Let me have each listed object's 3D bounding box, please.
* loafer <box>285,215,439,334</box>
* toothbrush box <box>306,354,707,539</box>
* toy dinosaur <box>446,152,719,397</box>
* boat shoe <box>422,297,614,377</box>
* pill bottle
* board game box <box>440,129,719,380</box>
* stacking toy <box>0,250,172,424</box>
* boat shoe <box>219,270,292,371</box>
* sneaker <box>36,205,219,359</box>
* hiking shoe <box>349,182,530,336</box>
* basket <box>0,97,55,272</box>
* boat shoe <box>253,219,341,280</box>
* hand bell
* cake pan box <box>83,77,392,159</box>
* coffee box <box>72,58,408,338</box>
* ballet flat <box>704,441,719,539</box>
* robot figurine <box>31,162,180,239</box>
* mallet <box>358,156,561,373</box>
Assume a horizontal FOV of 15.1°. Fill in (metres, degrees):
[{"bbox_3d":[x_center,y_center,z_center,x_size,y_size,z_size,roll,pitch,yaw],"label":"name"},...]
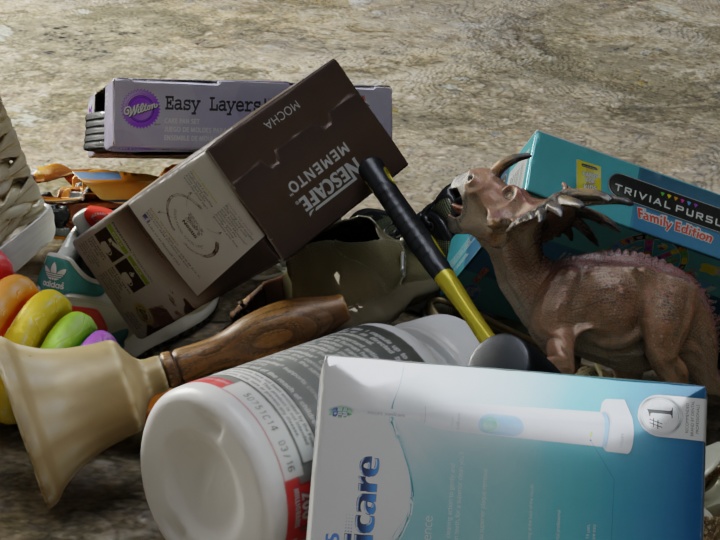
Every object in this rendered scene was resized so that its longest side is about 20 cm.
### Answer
[{"bbox_3d":[0.000,0.000,1.672,0.076,0.068,0.200,-21,4,8],"label":"loafer"},{"bbox_3d":[0.072,0.131,1.387,0.199,0.085,0.147,4,66,-1],"label":"toothbrush box"},{"bbox_3d":[0.146,0.016,1.563,0.199,0.136,0.086,18,-8,-16],"label":"toy dinosaur"},{"bbox_3d":[0.111,0.075,1.656,0.200,0.063,0.073,19,27,33],"label":"boat shoe"},{"bbox_3d":[-0.014,0.095,1.525,0.200,0.114,0.114,-18,30,-40],"label":"pill bottle"},{"bbox_3d":[0.169,-0.003,1.674,0.199,0.151,0.047,19,60,-11],"label":"board game box"},{"bbox_3d":[-0.182,0.059,1.631,0.199,0.110,0.116,21,16,12],"label":"stacking toy"},{"bbox_3d":[-0.053,0.059,1.679,0.067,0.072,0.200,-21,18,8],"label":"boat shoe"},{"bbox_3d":[-0.148,-0.003,1.769,0.070,0.094,0.200,13,25,24],"label":"sneaker"},{"bbox_3d":[0.063,-0.020,1.828,0.076,0.101,0.200,-14,28,-36],"label":"hiking shoe"},{"bbox_3d":[-0.313,-0.033,1.713,0.135,0.124,0.200,19,47,34],"label":"basket"},{"bbox_3d":[-0.044,-0.025,1.871,0.074,0.086,0.202,-4,-6,-4],"label":"boat shoe"},{"bbox_3d":[-0.102,0.053,1.553,0.199,0.104,0.104,-20,26,-7],"label":"hand bell"},{"bbox_3d":[-0.090,-0.102,1.863,0.199,0.053,0.184,1,-2,-12],"label":"cake pan box"},{"bbox_3d":[-0.075,-0.040,1.636,0.113,0.080,0.200,-37,5,-32],"label":"coffee box"},{"bbox_3d":[0.218,0.125,1.545,0.200,0.065,0.070,-17,29,-40],"label":"ballet flat"},{"bbox_3d":[-0.203,-0.049,1.888,0.199,0.058,0.145,0,2,-12],"label":"robot figurine"},{"bbox_3d":[0.046,0.006,1.495,0.200,0.041,0.066,55,8,28],"label":"mallet"}]
